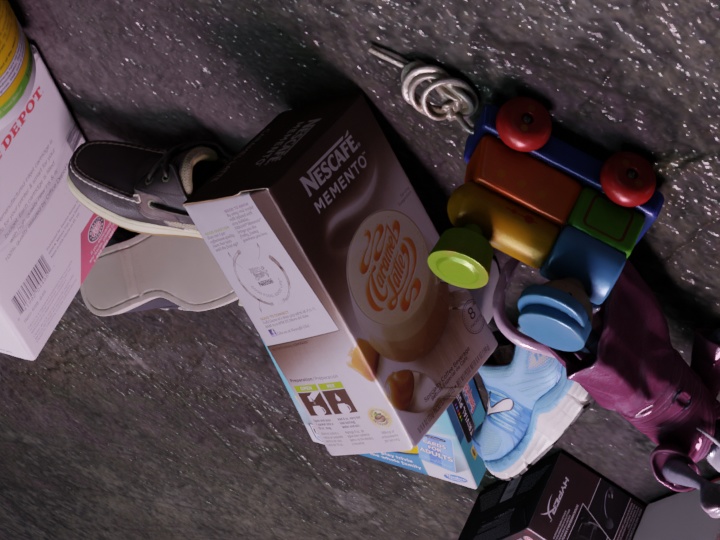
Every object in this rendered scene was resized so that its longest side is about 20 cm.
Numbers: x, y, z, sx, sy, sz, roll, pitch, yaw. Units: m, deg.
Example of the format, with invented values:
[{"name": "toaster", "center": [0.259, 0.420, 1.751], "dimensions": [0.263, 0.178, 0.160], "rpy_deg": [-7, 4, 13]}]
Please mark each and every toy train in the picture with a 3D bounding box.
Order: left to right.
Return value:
[{"name": "toy train", "center": [0.070, -0.042, 1.210], "dimensions": [0.199, 0.116, 0.085], "rpy_deg": [27, 153, 0]}]

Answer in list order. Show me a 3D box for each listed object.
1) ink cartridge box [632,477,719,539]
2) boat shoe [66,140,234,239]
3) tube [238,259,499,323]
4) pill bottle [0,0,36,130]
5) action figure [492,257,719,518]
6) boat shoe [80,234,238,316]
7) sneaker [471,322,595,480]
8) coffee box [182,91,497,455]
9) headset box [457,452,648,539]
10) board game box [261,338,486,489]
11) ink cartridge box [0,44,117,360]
[{"name": "ink cartridge box", "center": [0.314, 0.245, 1.525], "dimensions": [0.199, 0.083, 0.146], "rpy_deg": [33, 153, -10]}, {"name": "boat shoe", "center": [-0.114, -0.060, 1.412], "dimensions": [0.199, 0.073, 0.065], "rpy_deg": [16, 140, 15]}, {"name": "tube", "center": [0.000, 0.000, 1.420], "dimensions": [0.199, 0.058, 0.052], "rpy_deg": [8, 148, 29]}, {"name": "pill bottle", "center": [-0.291, -0.179, 1.309], "dimensions": [0.111, 0.111, 0.200], "rpy_deg": [15, 151, 23]}, {"name": "action figure", "center": [0.182, 0.080, 1.303], "dimensions": [0.200, 0.134, 0.149], "rpy_deg": [45, 149, -26]}, {"name": "boat shoe", "center": [-0.131, -0.004, 1.550], "dimensions": [0.199, 0.073, 0.063], "rpy_deg": [-10, 178, 43]}, {"name": "sneaker", "center": [0.120, 0.079, 1.452], "dimensions": [0.090, 0.078, 0.200], "rpy_deg": [45, 151, 8]}, {"name": "coffee box", "center": [-0.010, 0.004, 1.305], "dimensions": [0.079, 0.114, 0.201], "rpy_deg": [-9, 120, 44]}, {"name": "headset box", "center": [0.194, 0.243, 1.641], "dimensions": [0.200, 0.077, 0.149], "rpy_deg": [35, 152, -10]}, {"name": "board game box", "center": [0.011, 0.082, 1.558], "dimensions": [0.150, 0.047, 0.200], "rpy_deg": [13, 150, 25]}, {"name": "ink cartridge box", "center": [-0.266, -0.054, 1.465], "dimensions": [0.084, 0.146, 0.200], "rpy_deg": [16, 151, 23]}]
